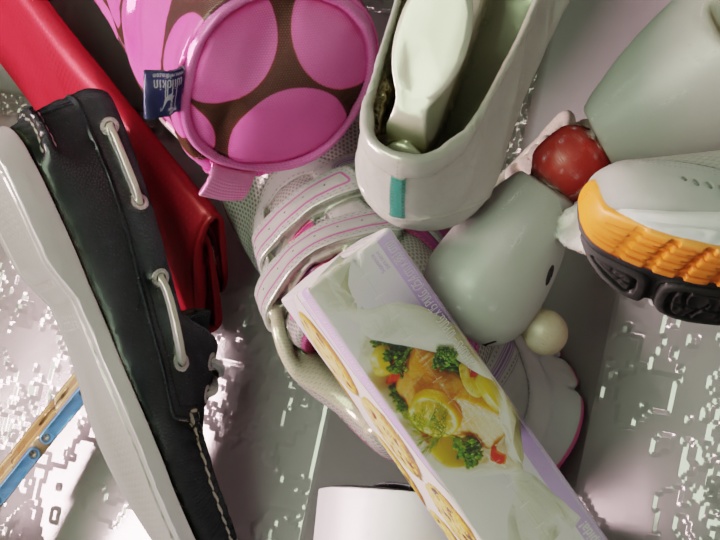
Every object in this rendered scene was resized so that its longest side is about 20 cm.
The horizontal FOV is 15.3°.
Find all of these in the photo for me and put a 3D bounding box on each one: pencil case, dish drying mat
[{"bbox_3d":[-0.067,-0.114,1.060,0.200,0.090,0.094,-122,43,-52],"label":"pencil case"},{"bbox_3d":[-0.112,-0.064,1.124,0.018,0.077,0.200,-27,57,-18],"label":"dish drying mat"}]

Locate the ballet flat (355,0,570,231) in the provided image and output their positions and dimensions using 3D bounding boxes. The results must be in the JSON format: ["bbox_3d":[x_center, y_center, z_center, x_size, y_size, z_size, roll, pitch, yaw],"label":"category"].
[{"bbox_3d":[0.044,-0.112,0.920,0.069,0.069,0.201,10,76,35],"label":"ballet flat"}]

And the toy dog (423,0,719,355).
[{"bbox_3d":[0.122,-0.040,0.936,0.096,0.132,0.200,44,116,0],"label":"toy dog"}]

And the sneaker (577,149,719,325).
[{"bbox_3d":[0.161,-0.033,0.865,0.076,0.198,0.093,140,129,-66],"label":"sneaker"}]

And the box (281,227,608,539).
[{"bbox_3d":[0.047,0.078,0.928,0.039,0.041,0.201,-36,94,-14],"label":"box"}]

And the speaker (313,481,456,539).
[{"bbox_3d":[0.013,0.179,0.969,0.081,0.081,0.202,-1,79,34],"label":"speaker"}]

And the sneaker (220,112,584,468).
[{"bbox_3d":[0.000,0.000,1.013,0.081,0.088,0.200,-50,57,15],"label":"sneaker"}]

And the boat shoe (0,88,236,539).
[{"bbox_3d":[-0.085,0.027,1.053,0.076,0.060,0.201,11,126,66],"label":"boat shoe"}]

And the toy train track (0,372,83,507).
[{"bbox_3d":[-0.142,0.098,1.116,0.200,0.032,0.115,-52,16,4],"label":"toy train track"}]
